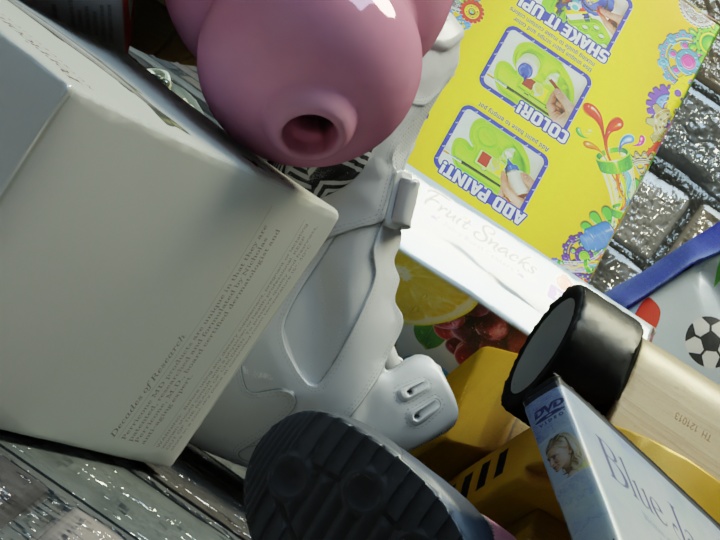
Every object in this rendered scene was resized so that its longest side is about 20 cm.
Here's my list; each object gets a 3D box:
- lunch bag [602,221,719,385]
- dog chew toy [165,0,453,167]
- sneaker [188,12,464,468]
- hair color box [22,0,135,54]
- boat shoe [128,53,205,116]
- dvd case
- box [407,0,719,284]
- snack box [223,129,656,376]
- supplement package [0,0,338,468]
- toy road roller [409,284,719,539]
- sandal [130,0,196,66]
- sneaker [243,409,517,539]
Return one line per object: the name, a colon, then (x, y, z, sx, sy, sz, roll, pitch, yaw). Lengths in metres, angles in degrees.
lunch bag: (0.186, 0.075, 1.290, 0.200, 0.170, 0.124, 61, -8, -22)
dog chew toy: (-0.019, -0.118, 0.983, 0.124, 0.124, 0.200, 31, 37, -29)
sneaker: (0.000, 0.000, 1.054, 0.115, 0.200, 0.075, 39, -7, -13)
hair color box: (-0.180, -0.128, 0.983, 0.199, 0.061, 0.102, 6, -10, -4)
boat shoe: (-0.102, -0.055, 1.199, 0.200, 0.073, 0.062, 54, 27, -48)
dvd case: (0.118, 0.138, 0.848, 0.143, 0.018, 0.200, 41, 21, -40)
box: (0.046, -0.041, 1.299, 0.122, 0.193, 0.200, 33, -27, -8)
snack box: (0.004, 0.023, 1.163, 0.200, 0.142, 0.053, 33, 46, -11)
supplement package: (-0.117, -0.021, 0.918, 0.117, 0.117, 0.200, 38, 6, 25)
toy road roller: (0.074, 0.112, 1.058, 0.123, 0.146, 0.200, 33, -32, -10)
sandal: (-0.098, -0.142, 1.098, 0.080, 0.054, 0.200, -12, -33, 43)
sneaker: (0.045, 0.123, 0.891, 0.200, 0.070, 0.082, 45, 14, 16)
